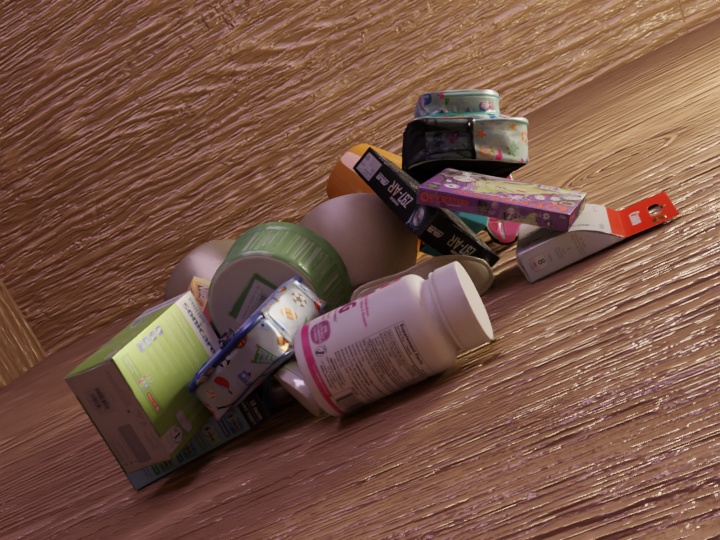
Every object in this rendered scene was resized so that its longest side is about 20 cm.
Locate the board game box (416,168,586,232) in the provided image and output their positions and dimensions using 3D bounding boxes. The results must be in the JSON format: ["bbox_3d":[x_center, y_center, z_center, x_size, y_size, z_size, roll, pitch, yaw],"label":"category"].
[{"bbox_3d":[0.187,-0.096,1.181,0.200,0.032,0.120,13,27,20],"label":"board game box"}]

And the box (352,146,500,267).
[{"bbox_3d":[0.093,-0.085,1.294,0.044,0.160,0.200,-50,44,11],"label":"box"}]

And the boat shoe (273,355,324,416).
[{"bbox_3d":[-0.060,0.130,1.113,0.069,0.072,0.200,-45,1,-7],"label":"boat shoe"}]

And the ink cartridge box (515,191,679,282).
[{"bbox_3d":[0.304,-0.064,1.179,0.200,0.057,0.163,-30,8,18],"label":"ink cartridge box"}]

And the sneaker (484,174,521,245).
[{"bbox_3d":[0.233,-0.089,1.473,0.074,0.087,0.200,-8,34,3],"label":"sneaker"}]

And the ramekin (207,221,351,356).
[{"bbox_3d":[-0.121,0.039,1.287,0.200,0.200,0.098,-24,14,23],"label":"ramekin"}]

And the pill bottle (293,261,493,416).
[{"bbox_3d":[0.037,0.074,0.995,0.200,0.113,0.113,-26,9,13],"label":"pill bottle"}]

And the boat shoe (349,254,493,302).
[{"bbox_3d":[0.081,0.029,1.221,0.200,0.072,0.060,-16,-10,-8],"label":"boat shoe"}]

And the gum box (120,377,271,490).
[{"bbox_3d":[-0.219,0.208,1.233,0.200,0.045,0.170,-29,10,0],"label":"gum box"}]

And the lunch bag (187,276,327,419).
[{"bbox_3d":[-0.133,0.099,1.143,0.160,0.076,0.200,-44,0,29],"label":"lunch bag"}]

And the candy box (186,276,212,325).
[{"bbox_3d":[-0.264,0.123,1.365,0.115,0.055,0.200,-83,11,-57],"label":"candy box"}]

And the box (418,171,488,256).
[{"bbox_3d":[0.156,-0.087,1.462,0.200,0.049,0.082,135,152,-69],"label":"box"}]

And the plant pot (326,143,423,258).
[{"bbox_3d":[0.044,-0.131,1.619,0.200,0.183,0.200,-42,-25,-25],"label":"plant pot"}]

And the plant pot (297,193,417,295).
[{"bbox_3d":[0.000,0.000,1.382,0.200,0.200,0.135,-26,47,15],"label":"plant pot"}]

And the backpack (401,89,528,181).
[{"bbox_3d":[0.170,-0.212,1.441,0.200,0.151,0.178,4,1,0],"label":"backpack"}]

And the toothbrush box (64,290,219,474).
[{"bbox_3d":[-0.257,0.138,1.144,0.086,0.146,0.200,-22,14,27],"label":"toothbrush box"}]

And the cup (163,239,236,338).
[{"bbox_3d":[-0.206,0.065,1.482,0.200,0.200,0.143,-31,34,-18],"label":"cup"}]
